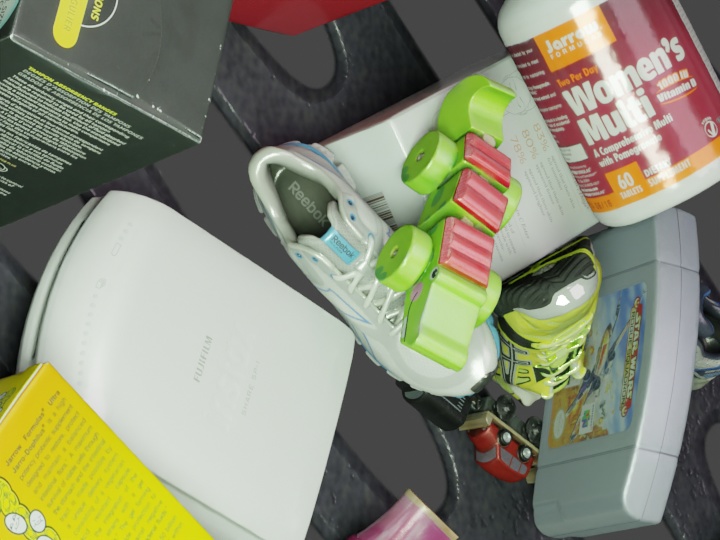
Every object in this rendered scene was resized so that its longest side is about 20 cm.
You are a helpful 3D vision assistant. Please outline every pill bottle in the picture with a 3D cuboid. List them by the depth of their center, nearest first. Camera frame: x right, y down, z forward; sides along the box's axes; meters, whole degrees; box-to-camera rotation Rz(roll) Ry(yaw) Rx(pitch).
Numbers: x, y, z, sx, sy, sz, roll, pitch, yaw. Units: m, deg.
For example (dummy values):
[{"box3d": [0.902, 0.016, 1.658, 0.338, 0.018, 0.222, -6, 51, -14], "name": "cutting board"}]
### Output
[{"box3d": [0.153, -0.138, 1.590, 0.109, 0.109, 0.201, -37, 102, -43], "name": "pill bottle"}]

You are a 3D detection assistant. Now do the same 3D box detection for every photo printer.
[{"box3d": [-0.104, 0.060, 1.452, 0.200, 0.069, 0.167, 35, 56, -31], "name": "photo printer"}]

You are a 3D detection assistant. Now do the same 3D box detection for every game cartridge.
[{"box3d": [0.163, 0.064, 1.603, 0.041, 0.133, 0.201, 14, 74, -18], "name": "game cartridge"}]

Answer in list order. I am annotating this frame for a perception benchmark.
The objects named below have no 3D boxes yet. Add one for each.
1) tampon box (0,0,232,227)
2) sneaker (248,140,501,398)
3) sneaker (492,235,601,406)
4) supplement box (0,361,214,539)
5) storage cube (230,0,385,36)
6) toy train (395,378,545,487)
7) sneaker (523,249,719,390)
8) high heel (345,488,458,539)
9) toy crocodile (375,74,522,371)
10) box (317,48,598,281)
[{"box3d": [-0.177, -0.132, 1.351, 0.126, 0.200, 0.150, 28, 59, -34], "name": "tampon box"}, {"box3d": [0.000, 0.000, 1.511, 0.200, 0.075, 0.087, 44, 4, 12], "name": "sneaker"}, {"box3d": [0.118, 0.034, 1.565, 0.075, 0.200, 0.077, -29, 85, -10], "name": "sneaker"}, {"box3d": [-0.159, 0.162, 1.343, 0.200, 0.109, 0.110, 49, 50, -21], "name": "supplement box"}, {"box3d": [-0.047, -0.254, 1.516, 0.179, 0.199, 0.172, 9, 71, -48], "name": "storage cube"}, {"box3d": [0.095, 0.112, 1.649, 0.200, 0.034, 0.046, 38, 56, -29], "name": "toy train"}, {"box3d": [0.194, 0.026, 1.732, 0.199, 0.085, 0.077, 16, 67, -38], "name": "sneaker"}, {"box3d": [0.050, 0.223, 1.572, 0.096, 0.067, 0.200, -45, 132, -3], "name": "high heel"}, {"box3d": [0.059, -0.028, 1.488, 0.067, 0.062, 0.201, 32, 47, -20], "name": "toy crocodile"}, {"box3d": [0.073, -0.062, 1.636, 0.200, 0.097, 0.125, -29, 98, -43], "name": "box"}]
